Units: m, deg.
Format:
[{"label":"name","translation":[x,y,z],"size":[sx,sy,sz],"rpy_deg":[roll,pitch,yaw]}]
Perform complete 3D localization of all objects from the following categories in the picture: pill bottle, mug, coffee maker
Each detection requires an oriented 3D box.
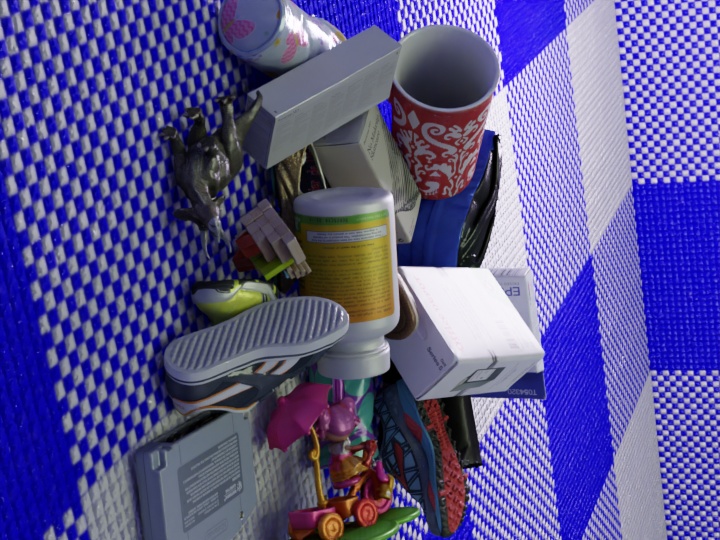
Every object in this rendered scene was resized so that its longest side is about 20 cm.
[{"label":"pill bottle","translation":[-0.014,0.014,1.647],"size":[0.111,0.111,0.200],"rpy_deg":[-32,121,-65]},{"label":"mug","translation":[0.079,-0.198,1.841],"size":[0.134,0.177,0.200],"rpy_deg":[-54,163,-27]},{"label":"coffee maker","translation":[0.096,0.166,1.961],"size":[0.192,0.134,0.200],"rpy_deg":[136,-54,-72]}]

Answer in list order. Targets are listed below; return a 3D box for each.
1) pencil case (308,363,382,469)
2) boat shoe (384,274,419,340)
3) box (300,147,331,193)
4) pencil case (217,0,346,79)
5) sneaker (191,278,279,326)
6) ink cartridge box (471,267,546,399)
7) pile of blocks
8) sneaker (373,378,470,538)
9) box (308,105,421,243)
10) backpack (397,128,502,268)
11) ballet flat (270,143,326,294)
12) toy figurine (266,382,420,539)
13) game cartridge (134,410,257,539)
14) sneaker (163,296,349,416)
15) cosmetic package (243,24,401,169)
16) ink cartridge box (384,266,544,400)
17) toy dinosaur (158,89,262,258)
[{"label":"pencil case","translation":[-0.023,0.138,1.784],"size":[0.092,0.085,0.200],"rpy_deg":[-73,159,-84]},{"label":"boat shoe","translation":[0.004,-0.004,1.747],"size":[0.202,0.075,0.075],"rpy_deg":[50,22,13]},{"label":"box","translation":[-0.032,-0.127,1.842],"size":[0.137,0.038,0.200],"rpy_deg":[-49,134,-59]},{"label":"pencil case","translation":[-0.082,-0.260,1.663],"size":[0.200,0.083,0.091],"rpy_deg":[14,90,-67]},{"label":"sneaker","translation":[-0.116,0.059,1.572],"size":[0.200,0.075,0.077],"rpy_deg":[36,55,-61]},{"label":"ink cartridge box","translation":[0.153,0.095,2.079],"size":[0.043,0.196,0.200],"rpy_deg":[-41,125,-61]},{"label":"pile of blocks","translation":[-0.100,-0.013,1.558],"size":[0.082,0.062,0.200],"rpy_deg":[55,-5,4]},{"label":"sneaker","translation":[0.069,0.232,1.819],"size":[0.079,0.095,0.200],"rpy_deg":[-1,75,-57]},{"label":"box","translation":[0.008,-0.119,1.798],"size":[0.200,0.068,0.082],"rpy_deg":[60,36,-50]},{"label":"backpack","translation":[0.099,-0.075,1.986],"size":[0.163,0.168,0.200],"rpy_deg":[76,25,-54]},{"label":"ballet flat","translation":[-0.071,-0.073,1.693],"size":[0.071,0.065,0.200],"rpy_deg":[-106,-166,-83]},{"label":"toy figurine","translation":[-0.030,0.214,1.687],"size":[0.200,0.150,0.184],"rpy_deg":[-13,91,-42]},{"label":"game cartridge","translation":[-0.164,0.220,1.495],"size":[0.200,0.040,0.134],"rpy_deg":[-23,106,-67]},{"label":"sneaker","translation":[-0.106,0.088,1.505],"size":[0.078,0.200,0.080],"rpy_deg":[52,-32,41]},{"label":"cosmetic package","translation":[-0.044,-0.196,1.656],"size":[0.200,0.051,0.083],"rpy_deg":[-34,156,-34]},{"label":"ink cartridge box","translation":[0.115,0.075,1.839],"size":[0.200,0.084,0.146],"rpy_deg":[1,51,-52]},{"label":"toy dinosaur","translation":[-0.154,-0.115,1.518],"size":[0.200,0.077,0.102],"rpy_deg":[-74,165,-47]}]
